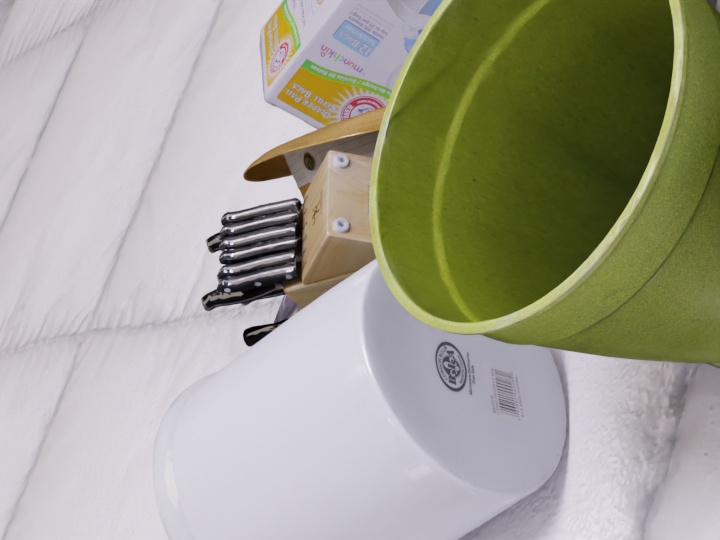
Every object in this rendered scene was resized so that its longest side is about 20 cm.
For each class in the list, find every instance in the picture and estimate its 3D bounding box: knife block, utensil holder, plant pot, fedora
[{"bbox_3d":[0.000,0.000,1.158,0.176,0.198,0.065,121,154,-57],"label":"knife block"},{"bbox_3d":[-0.002,0.098,1.042,0.200,0.169,0.171,-37,34,40],"label":"utensil holder"},{"bbox_3d":[0.139,-0.038,0.854,0.200,0.192,0.202,-29,50,41],"label":"plant pot"},{"bbox_3d":[0.016,-0.066,1.235,0.200,0.199,0.083,-18,90,56],"label":"fedora"}]

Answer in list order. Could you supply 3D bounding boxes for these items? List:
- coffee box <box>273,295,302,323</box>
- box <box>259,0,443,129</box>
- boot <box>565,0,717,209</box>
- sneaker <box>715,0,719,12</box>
[{"bbox_3d":[-0.002,0.040,1.246,0.199,0.044,0.124,-11,54,59],"label":"coffee box"},{"bbox_3d":[0.020,-0.205,1.372,0.200,0.112,0.102,-48,30,29],"label":"box"},{"bbox_3d":[0.160,-0.111,1.024,0.139,0.077,0.200,-53,9,15],"label":"boot"},{"bbox_3d":[0.260,-0.174,0.937,0.113,0.077,0.200,-12,30,28],"label":"sneaker"}]
